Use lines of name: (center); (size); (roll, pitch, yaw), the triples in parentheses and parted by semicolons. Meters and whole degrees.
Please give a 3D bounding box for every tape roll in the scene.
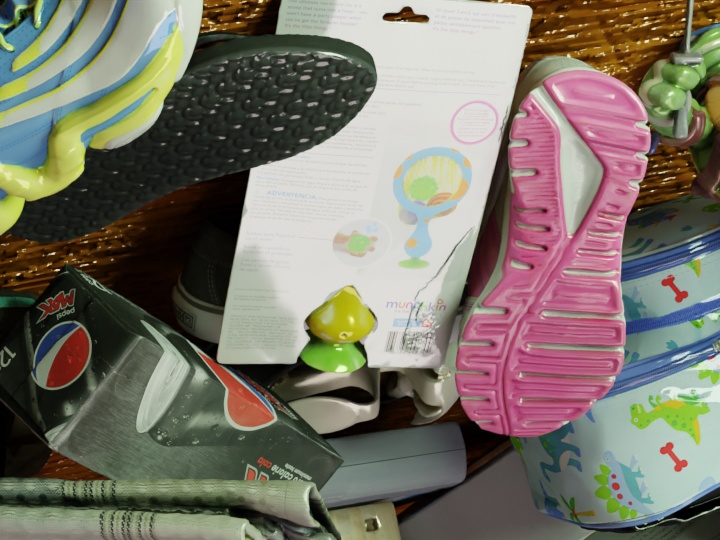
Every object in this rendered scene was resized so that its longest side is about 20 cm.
tape roll: (0.101, 0.132, 1.442); (0.200, 0.066, 0.200); (-34, 177, -2)

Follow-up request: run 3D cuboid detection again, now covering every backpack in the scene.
backpack: (0.167, 0.042, 1.281); (0.199, 0.148, 0.183); (-28, -172, -19)

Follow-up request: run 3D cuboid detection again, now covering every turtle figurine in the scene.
turtle figurine: (0.208, -0.071, 1.112); (0.143, 0.195, 0.200); (9, 137, -42)

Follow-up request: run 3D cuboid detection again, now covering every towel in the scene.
towel: (-0.102, 0.140, 1.174); (0.198, 0.035, 0.193); (-1, 158, 8)

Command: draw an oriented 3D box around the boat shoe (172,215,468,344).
boat shoe: (0.000, 0.000, 1.220); (0.199, 0.069, 0.057); (-4, 120, -34)

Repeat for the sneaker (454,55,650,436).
sneaker: (0.093, -0.015, 1.170); (0.081, 0.088, 0.201); (11, 115, -5)

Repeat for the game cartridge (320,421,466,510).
game cartridge: (-0.027, 0.125, 1.386); (0.133, 0.041, 0.200); (-10, 171, -29)

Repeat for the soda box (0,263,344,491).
soda box: (-0.091, 0.071, 1.167); (0.071, 0.063, 0.200); (-50, 146, 2)

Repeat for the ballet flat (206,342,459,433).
ballet flat: (0.011, 0.055, 1.312); (0.199, 0.069, 0.068); (-15, 131, -15)

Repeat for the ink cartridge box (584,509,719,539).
ink cartridge box: (0.195, 0.195, 1.421); (0.146, 0.083, 0.200); (-33, -163, -25)

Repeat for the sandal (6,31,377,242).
sandal: (-0.085, -0.070, 1.058); (0.199, 0.048, 0.075); (-20, 146, 27)

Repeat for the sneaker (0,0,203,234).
sneaker: (-0.148, -0.074, 0.966); (0.105, 0.076, 0.200); (5, 143, -41)

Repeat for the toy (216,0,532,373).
toy: (0.000, -0.046, 1.128); (0.114, 0.047, 0.201); (2, 121, -16)

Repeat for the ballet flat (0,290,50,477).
ballet flat: (-0.186, 0.077, 1.204); (0.068, 0.068, 0.200); (-15, 153, -25)

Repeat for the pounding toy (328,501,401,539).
pounding toy: (-0.013, 0.232, 1.366); (0.141, 0.185, 0.200); (-6, 169, -28)
